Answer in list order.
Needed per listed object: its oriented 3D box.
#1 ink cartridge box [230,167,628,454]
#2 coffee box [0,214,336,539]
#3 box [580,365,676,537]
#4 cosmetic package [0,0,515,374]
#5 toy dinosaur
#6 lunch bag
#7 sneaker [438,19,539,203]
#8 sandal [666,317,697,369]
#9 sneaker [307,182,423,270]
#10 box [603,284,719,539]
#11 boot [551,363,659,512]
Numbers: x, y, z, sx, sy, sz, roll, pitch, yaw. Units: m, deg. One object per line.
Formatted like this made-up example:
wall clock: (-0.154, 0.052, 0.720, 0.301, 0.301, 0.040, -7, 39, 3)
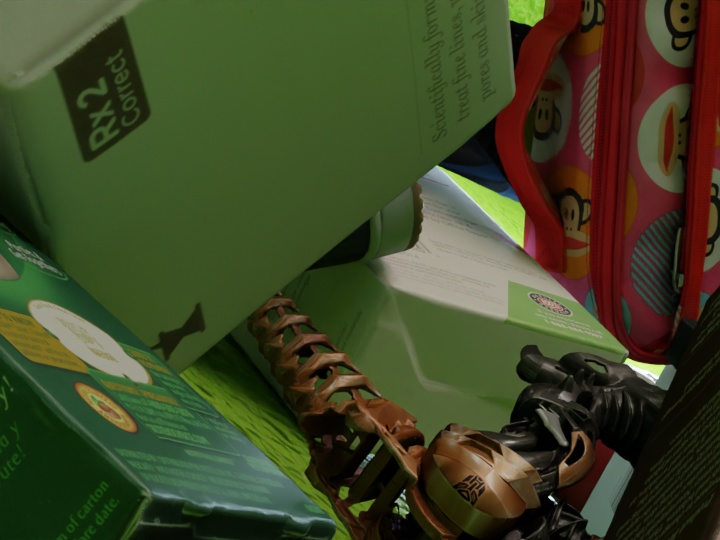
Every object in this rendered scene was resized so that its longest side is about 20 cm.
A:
ink cartridge box: (0.000, 0.000, 1.044, 0.117, 0.068, 0.200, 16, 19, -33)
coffee box: (-0.104, 0.008, 0.630, 0.200, 0.044, 0.123, 41, 6, 19)
box: (0.195, 0.128, 1.067, 0.199, 0.098, 0.124, 29, 7, -5)
cosmetic package: (-0.082, -0.103, 0.764, 0.200, 0.165, 0.165, 42, -19, 26)
toy dinosaur: (0.044, 0.074, 0.803, 0.136, 0.102, 0.201, -18, 79, -61)
lunch bag: (0.133, -0.065, 1.075, 0.175, 0.201, 0.082, -3, 11, -30)
sneaker: (0.030, -0.076, 1.091, 0.199, 0.066, 0.078, 23, -5, -34)
sandal: (0.212, 0.057, 1.044, 0.200, 0.048, 0.075, 24, 8, -24)
sneaker: (-0.068, -0.069, 0.961, 0.200, 0.108, 0.070, 56, -26, 36)
box: (0.118, 0.065, 0.738, 0.075, 0.100, 0.200, 34, 49, -2)
boot: (0.059, 0.047, 1.164, 0.200, 0.073, 0.144, 38, 9, 36)
